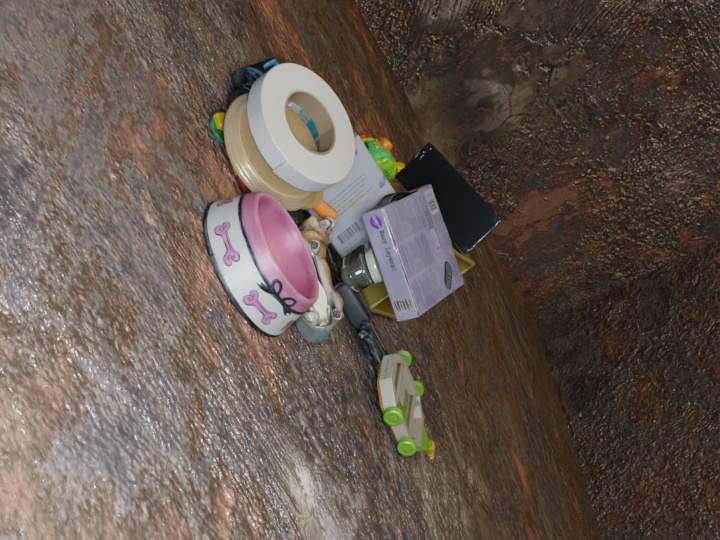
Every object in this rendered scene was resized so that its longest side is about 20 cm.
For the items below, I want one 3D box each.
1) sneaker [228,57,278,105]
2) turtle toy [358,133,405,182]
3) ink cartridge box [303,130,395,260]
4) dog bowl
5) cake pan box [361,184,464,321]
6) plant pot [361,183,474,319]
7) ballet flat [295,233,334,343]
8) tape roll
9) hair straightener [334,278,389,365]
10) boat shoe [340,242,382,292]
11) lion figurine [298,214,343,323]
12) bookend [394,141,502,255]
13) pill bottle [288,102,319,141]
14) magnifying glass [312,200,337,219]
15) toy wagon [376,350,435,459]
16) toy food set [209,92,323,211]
[{"bbox_3d":[-0.169,-0.288,1.548,0.073,0.081,0.201,53,19,-42],"label":"sneaker"},{"bbox_3d":[-0.013,-0.210,1.821,0.145,0.199,0.102,-13,96,-38],"label":"turtle toy"},{"bbox_3d":[-0.027,-0.130,1.623,0.201,0.144,0.085,54,-6,-37],"label":"ink cartridge box"},{"bbox_3d":[-0.126,-0.017,1.258,0.201,0.073,0.201,57,16,-26],"label":"dog bowl"},{"bbox_3d":[0.092,-0.037,1.588,0.184,0.052,0.202,-33,105,-56],"label":"cake pan box"},{"bbox_3d":[0.072,-0.048,1.811,0.201,0.195,0.194,57,12,18],"label":"plant pot"},{"bbox_3d":[-0.082,0.005,1.369,0.064,0.067,0.202,-47,-122,57],"label":"ballet flat"},{"bbox_3d":[-0.089,-0.221,1.444,0.202,0.037,0.205,26,53,-40],"label":"tape roll"},{"bbox_3d":[0.005,0.110,1.600,0.202,0.041,0.077,67,18,-8],"label":"hair straightener"},{"bbox_3d":[-0.001,-0.003,1.551,0.202,0.060,0.073,-86,156,-88],"label":"boat shoe"},{"bbox_3d":[-0.064,0.009,1.476,0.122,0.072,0.203,24,55,-81],"label":"lion figurine"},{"bbox_3d":[0.182,-0.122,1.768,0.200,0.092,0.199,49,9,15],"label":"bookend"},{"bbox_3d":[-0.101,-0.259,1.682,0.200,0.110,0.112,50,20,-46],"label":"pill bottle"},{"bbox_3d":[-0.113,-0.141,1.499,0.199,0.022,0.080,37,51,-28],"label":"magnifying glass"},{"bbox_3d":[0.078,0.240,1.577,0.156,0.039,0.201,-75,148,-55],"label":"toy wagon"},{"bbox_3d":[-0.136,-0.183,1.438,0.199,0.048,0.200,-16,84,-51],"label":"toy food set"}]
